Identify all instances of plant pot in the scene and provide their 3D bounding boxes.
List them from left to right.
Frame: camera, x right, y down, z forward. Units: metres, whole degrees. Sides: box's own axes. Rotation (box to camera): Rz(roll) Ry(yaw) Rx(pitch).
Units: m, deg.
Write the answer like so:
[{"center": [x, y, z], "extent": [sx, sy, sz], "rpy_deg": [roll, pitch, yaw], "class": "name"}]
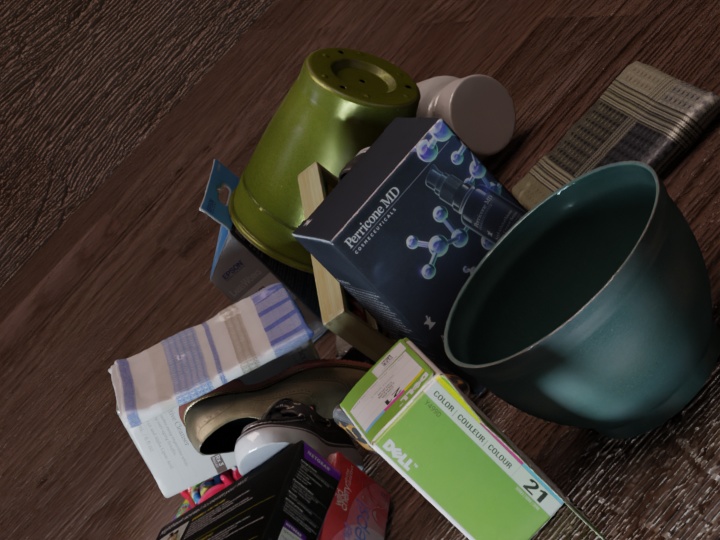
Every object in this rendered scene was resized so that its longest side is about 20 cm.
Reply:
[{"center": [-0.024, -0.128, 1.746], "extent": [0.201, 0.199, 0.194], "rpy_deg": [-80, 7, -59], "class": "plant pot"}, {"center": [0.179, 0.038, 1.187], "extent": [0.200, 0.134, 0.201], "rpy_deg": [-40, 19, 16], "class": "plant pot"}]

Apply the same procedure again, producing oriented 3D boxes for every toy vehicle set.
[{"center": [0.000, 0.000, 1.557], "extent": [0.026, 0.124, 0.201], "rpy_deg": [-34, 43, 23], "class": "toy vehicle set"}]

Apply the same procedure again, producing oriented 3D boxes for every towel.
[{"center": [-0.147, 0.079, 1.552], "extent": [0.199, 0.024, 0.147], "rpy_deg": [-26, 21, -3], "class": "towel"}, {"center": [0.243, -0.111, 1.542], "extent": [0.193, 0.035, 0.200], "rpy_deg": [-47, 21, 5], "class": "towel"}]

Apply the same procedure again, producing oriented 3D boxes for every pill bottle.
[{"center": [0.084, -0.159, 1.832], "extent": [0.115, 0.114, 0.200], "rpy_deg": [-53, 20, -23], "class": "pill bottle"}]

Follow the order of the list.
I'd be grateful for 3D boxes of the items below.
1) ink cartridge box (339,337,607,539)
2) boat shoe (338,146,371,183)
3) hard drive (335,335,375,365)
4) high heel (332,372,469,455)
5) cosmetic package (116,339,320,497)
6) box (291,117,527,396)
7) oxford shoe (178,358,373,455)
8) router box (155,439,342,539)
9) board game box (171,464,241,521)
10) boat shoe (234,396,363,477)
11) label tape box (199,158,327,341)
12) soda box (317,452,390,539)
[{"center": [0.079, 0.144, 1.153], "extent": [0.076, 0.148, 0.200], "rpy_deg": [-45, 19, 0], "class": "ink cartridge box"}, {"center": [0.032, -0.016, 1.506], "extent": [0.068, 0.201, 0.057], "rpy_deg": [-16, 10, 40], "class": "boat shoe"}, {"center": [0.057, 0.011, 1.655], "extent": [0.200, 0.038, 0.140], "rpy_deg": [-38, 20, 18], "class": "hard drive"}, {"center": [0.022, 0.110, 1.346], "extent": [0.072, 0.142, 0.200], "rpy_deg": [-71, 20, 5], "class": "high heel"}, {"center": [-0.130, 0.127, 1.608], "extent": [0.199, 0.113, 0.081], "rpy_deg": [-26, 19, 0], "class": "cosmetic package"}, {"center": [0.068, -0.015, 1.430], "extent": [0.149, 0.200, 0.107], "rpy_deg": [-49, 19, -10], "class": "box"}, {"center": [-0.068, 0.138, 1.525], "extent": [0.199, 0.071, 0.075], "rpy_deg": [-13, 37, -9], "class": "oxford shoe"}, {"center": [-0.113, 0.239, 1.302], "extent": [0.200, 0.051, 0.150], "rpy_deg": [-35, 21, 37], "class": "router box"}, {"center": [-0.147, 0.221, 1.636], "extent": [0.200, 0.039, 0.158], "rpy_deg": [-29, 25, 38], "class": "board game box"}, {"center": [-0.056, 0.143, 1.399], "extent": [0.070, 0.067, 0.200], "rpy_deg": [-29, -21, 19], "class": "boat shoe"}, {"center": [-0.120, -0.015, 1.827], "extent": [0.066, 0.200, 0.143], "rpy_deg": [-41, 19, 18], "class": "label tape box"}, {"center": [-0.027, 0.239, 1.302], "extent": [0.063, 0.070, 0.200], "rpy_deg": [-39, 20, 26], "class": "soda box"}]
